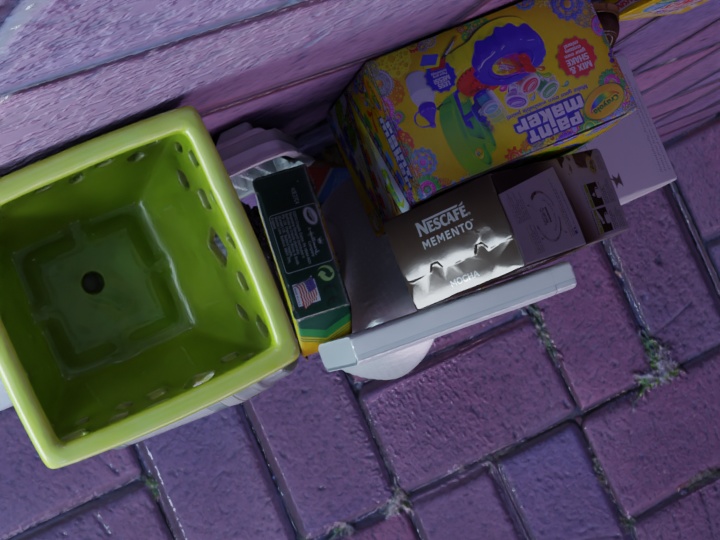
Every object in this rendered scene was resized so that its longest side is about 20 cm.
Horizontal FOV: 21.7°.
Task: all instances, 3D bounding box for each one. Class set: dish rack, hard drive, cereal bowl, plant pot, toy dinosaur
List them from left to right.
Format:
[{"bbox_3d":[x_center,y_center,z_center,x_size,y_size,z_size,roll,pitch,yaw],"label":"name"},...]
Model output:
[{"bbox_3d":[-0.182,0.012,1.364,0.198,0.201,0.181,-23,-176,-13],"label":"plant pot"},{"bbox_3d":[-0.143,-0.071,1.579,0.199,0.044,0.172,-24,176,6],"label":"dish rack"},{"bbox_3d":[-0.016,-0.108,1.962,0.101,0.058,0.200,-8,166,-11],"label":"toy dinosaur"},{"bbox_3d":[0.000,0.000,1.743,0.083,0.201,0.200,8,160,-29],"label":"cereal bowl"},{"bbox_3d":[0.072,0.040,1.596,0.199,0.027,0.132,-18,179,-14],"label":"hard drive"}]

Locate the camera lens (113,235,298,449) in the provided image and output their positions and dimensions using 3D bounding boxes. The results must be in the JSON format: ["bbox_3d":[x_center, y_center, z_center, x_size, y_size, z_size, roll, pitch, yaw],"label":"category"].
[{"bbox_3d":[-0.175,0.059,1.678,0.199,0.161,0.160,-22,177,13],"label":"camera lens"}]

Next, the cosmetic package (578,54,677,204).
[{"bbox_3d":[0.224,-0.130,2.186,0.200,0.166,0.165,-25,177,38],"label":"cosmetic package"}]

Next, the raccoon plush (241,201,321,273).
[{"bbox_3d":[-0.067,-0.012,1.898,0.199,0.097,0.134,26,166,-27],"label":"raccoon plush"}]

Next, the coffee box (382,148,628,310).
[{"bbox_3d":[0.123,-0.037,1.556,0.113,0.080,0.200,-23,177,33],"label":"coffee box"}]

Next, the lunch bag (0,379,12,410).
[{"bbox_3d":[-0.359,0.076,1.721,0.169,0.124,0.200,-22,-176,16],"label":"lunch bag"}]

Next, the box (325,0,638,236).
[{"bbox_3d":[0.098,-0.133,1.596,0.199,0.122,0.193,-22,177,-14],"label":"box"}]

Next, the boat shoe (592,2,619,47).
[{"bbox_3d":[0.190,-0.189,1.728,0.070,0.071,0.200,-1,170,-11],"label":"boat shoe"}]

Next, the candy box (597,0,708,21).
[{"bbox_3d":[0.306,-0.268,1.773,0.102,0.027,0.200,-21,178,32],"label":"candy box"}]

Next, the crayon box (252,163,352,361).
[{"bbox_3d":[-0.048,-0.003,1.626,0.051,0.128,0.200,-17,169,-4],"label":"crayon box"}]

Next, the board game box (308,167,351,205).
[{"bbox_3d":[0.027,-0.042,1.928,0.152,0.041,0.200,4,157,30],"label":"board game box"}]
